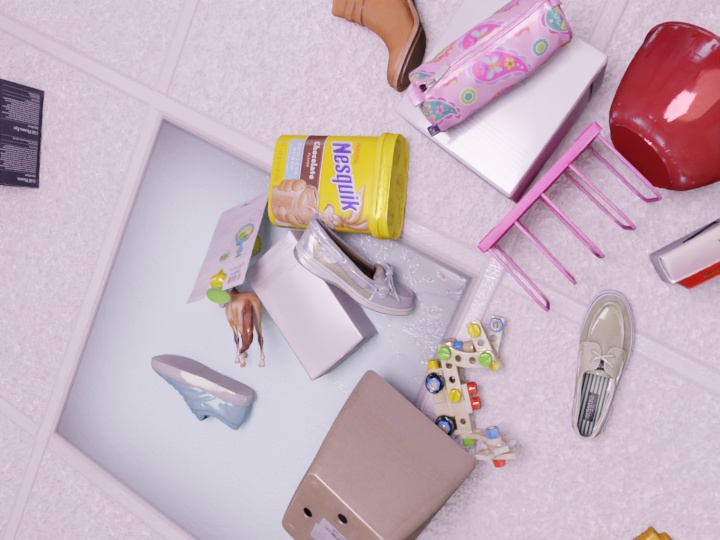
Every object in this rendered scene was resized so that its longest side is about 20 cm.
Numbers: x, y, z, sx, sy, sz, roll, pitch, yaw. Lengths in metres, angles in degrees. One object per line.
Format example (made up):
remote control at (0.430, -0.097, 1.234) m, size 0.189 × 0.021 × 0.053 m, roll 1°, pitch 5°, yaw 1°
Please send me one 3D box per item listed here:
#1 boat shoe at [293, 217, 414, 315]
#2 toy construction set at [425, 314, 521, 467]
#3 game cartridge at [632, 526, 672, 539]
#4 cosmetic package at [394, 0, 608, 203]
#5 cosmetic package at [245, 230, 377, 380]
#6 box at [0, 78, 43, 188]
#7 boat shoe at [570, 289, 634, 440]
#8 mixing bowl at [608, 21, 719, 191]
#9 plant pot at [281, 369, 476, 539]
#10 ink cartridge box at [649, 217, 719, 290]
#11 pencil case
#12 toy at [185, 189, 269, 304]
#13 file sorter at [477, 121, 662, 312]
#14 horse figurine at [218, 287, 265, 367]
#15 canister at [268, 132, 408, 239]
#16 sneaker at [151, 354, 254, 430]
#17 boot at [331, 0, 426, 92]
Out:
boat shoe at (-0.001, -0.001, 0.900) m, size 0.199 × 0.075 × 0.066 m, roll 31°, pitch 111°, yaw -9°
toy construction set at (0.160, 0.173, 0.876) m, size 0.128 × 0.092 × 0.206 m, roll -13°, pitch 77°, yaw 19°
game cartridge at (0.385, 0.474, 0.834) m, size 0.200 × 0.032 × 0.177 m, roll -44°, pitch 78°, yaw 13°
cosmetic package at (0.186, -0.234, 0.831) m, size 0.198 × 0.123 × 0.202 m, roll 39°, pitch 102°, yaw 14°
cosmetic package at (-0.077, 0.051, 0.957) m, size 0.112 × 0.081 × 0.202 m, roll -37°, pitch 81°, yaw 17°
box at (-0.709, -0.257, 1.158) m, size 0.194 × 0.104 × 0.188 m, roll 6°, pitch 95°, yaw 19°
boat shoe at (0.323, 0.129, 0.825) m, size 0.070 × 0.062 × 0.207 m, roll 9°, pitch 94°, yaw 18°
mixing bowl at (0.364, -0.170, 0.720) m, size 0.108 × 0.200 × 0.202 m, roll -40°, pitch 79°, yaw 4°
plant pot at (0.007, 0.304, 0.848) m, size 0.198 × 0.176 × 0.203 m, roll 38°, pitch 126°, yaw 14°
ink cartridge box at (0.447, -0.046, 0.717) m, size 0.197 × 0.173 × 0.044 m, roll -30°, pitch 82°, yaw 17°
pencil case at (0.149, -0.250, 0.736) m, size 0.197 × 0.087 × 0.089 m, roll -31°, pitch 82°, yaw 17°
toy at (-0.192, -0.029, 0.964) m, size 0.113 × 0.203 × 0.047 m, roll -19°, pitch 128°, yaw 27°
file sorter at (0.268, -0.063, 0.801) m, size 0.126 × 0.139 × 0.200 m, roll 45°, pitch 105°, yaw 9°
horse figurine at (-0.186, 0.080, 0.967) m, size 0.048 × 0.199 × 0.137 m, roll -6°, pitch 91°, yaw -20°
canister at (-0.035, -0.129, 0.930) m, size 0.194 × 0.086 × 0.154 m, roll 5°, pitch 88°, yaw 21°
sneaker at (-0.276, 0.207, 1.035) m, size 0.195 × 0.074 × 0.084 m, roll 21°, pitch 95°, yaw 19°
boot at (0.024, -0.371, 0.907) m, size 0.151 × 0.076 × 0.206 m, roll 13°, pitch 93°, yaw 17°
